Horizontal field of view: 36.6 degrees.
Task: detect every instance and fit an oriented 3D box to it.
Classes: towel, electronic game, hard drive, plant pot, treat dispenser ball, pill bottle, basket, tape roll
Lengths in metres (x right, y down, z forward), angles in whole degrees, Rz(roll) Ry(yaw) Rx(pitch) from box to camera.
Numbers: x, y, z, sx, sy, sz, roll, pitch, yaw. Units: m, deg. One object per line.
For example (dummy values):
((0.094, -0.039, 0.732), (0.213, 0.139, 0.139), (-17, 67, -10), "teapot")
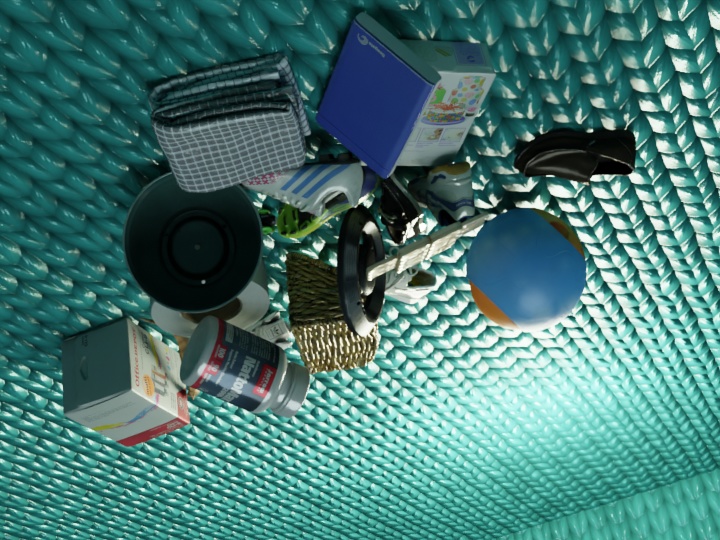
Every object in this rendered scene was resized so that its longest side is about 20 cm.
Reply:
((-0.168, -0.186, 1.440), (0.196, 0.087, 0.166), (-12, 151, 1), "towel")
((0.000, 0.000, 1.685), (0.041, 0.203, 0.201), (-1, 153, 16), "electronic game")
((0.018, -0.222, 1.412), (0.025, 0.131, 0.201), (-45, 171, -33), "hard drive")
((-0.240, -0.039, 1.586), (0.196, 0.204, 0.134), (-8, 178, -6), "plant pot")
((0.272, -0.001, 1.786), (0.197, 0.204, 0.202), (-8, 150, -5), "treat dispenser ball")
((-0.188, 0.166, 1.800), (0.198, 0.121, 0.120), (25, 137, -21), "pill bottle")
((-0.044, 0.063, 1.830), (0.140, 0.151, 0.201), (-9, 150, 2), "basket")
((-0.251, 0.033, 1.796), (0.198, 0.072, 0.204), (-9, 150, -5), "tape roll")

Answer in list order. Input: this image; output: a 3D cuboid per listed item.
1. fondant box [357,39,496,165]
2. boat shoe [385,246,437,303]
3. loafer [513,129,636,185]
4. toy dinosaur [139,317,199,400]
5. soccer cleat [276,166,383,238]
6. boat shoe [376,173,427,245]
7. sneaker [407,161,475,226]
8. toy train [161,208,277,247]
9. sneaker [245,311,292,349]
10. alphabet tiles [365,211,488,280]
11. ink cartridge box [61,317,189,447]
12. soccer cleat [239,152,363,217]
((0.083, -0.225, 1.488), (0.142, 0.059, 0.201), (-1, 150, -17), "fondant box")
((0.061, 0.006, 1.853), (0.200, 0.076, 0.086), (18, 140, -43), "boat shoe")
((0.332, -0.168, 1.655), (0.196, 0.072, 0.073), (-9, 150, -5), "loafer")
((-0.307, 0.144, 1.956), (0.106, 0.060, 0.203), (-38, 124, -32), "toy dinosaur")
((-0.047, -0.100, 1.651), (0.199, 0.066, 0.083), (-31, 159, 35), "soccer cleat")
((0.056, -0.091, 1.665), (0.060, 0.074, 0.200), (-35, 165, -1), "boat shoe")
((0.120, -0.101, 1.622), (0.074, 0.090, 0.200), (-11, 178, -8), "sneaker")
((-0.225, -0.057, 1.687), (0.196, 0.042, 0.057), (-10, 160, -3), "toy train")
((-0.192, 0.122, 1.929), (0.114, 0.076, 0.200), (-27, 171, 16), "sneaker")
((0.097, -0.032, 1.595), (0.193, 0.015, 0.200), (-25, 174, -3), "alphabet tiles")
((-0.421, 0.202, 1.946), (0.142, 0.148, 0.200), (-20, 150, 15), "ink cartridge box")
((-0.092, -0.117, 1.539), (0.196, 0.088, 0.070), (-3, -174, 15), "soccer cleat")
